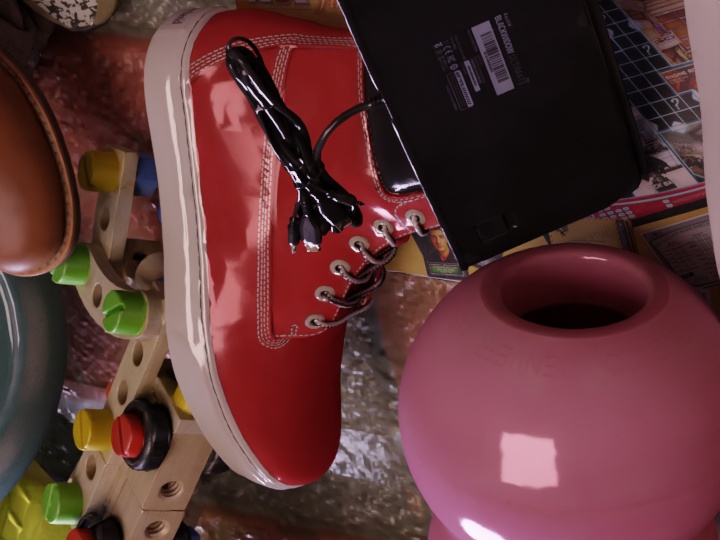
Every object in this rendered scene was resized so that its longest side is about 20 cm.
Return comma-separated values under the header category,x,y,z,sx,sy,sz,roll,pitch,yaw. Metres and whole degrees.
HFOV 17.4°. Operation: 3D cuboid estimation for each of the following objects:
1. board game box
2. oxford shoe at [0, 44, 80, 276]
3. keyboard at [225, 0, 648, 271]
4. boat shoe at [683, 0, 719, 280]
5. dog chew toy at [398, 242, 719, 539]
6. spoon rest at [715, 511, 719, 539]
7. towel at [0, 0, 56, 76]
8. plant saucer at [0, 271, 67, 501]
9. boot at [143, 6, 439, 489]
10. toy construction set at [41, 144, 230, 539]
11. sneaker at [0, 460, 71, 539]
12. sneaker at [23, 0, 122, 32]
category,x,y,z,sx,sy,sz,roll,pitch,yaw
board game box,0.049,-0.059,0.894,0.200,0.035,0.136,10,122,30
oxford shoe,-0.182,-0.077,0.942,0.071,0.071,0.200,-26,106,18
keyboard,0.018,-0.065,0.771,0.127,0.021,0.200,-23,140,3
boat shoe,0.163,-0.040,0.807,0.070,0.071,0.200,2,112,36
dog chew toy,0.077,0.092,0.857,0.125,0.125,0.200,15,124,27
spoon rest,0.112,0.122,0.956,0.200,0.061,0.099,12,123,45
towel,-0.218,-0.085,1.065,0.133,0.034,0.200,40,132,10
plant saucer,-0.226,0.033,1.019,0.200,0.200,0.027,59,171,-9
boot,0.000,0.000,0.895,0.144,0.072,0.200,7,117,30
toy construction set,-0.096,0.058,1.013,0.131,0.092,0.200,-123,33,-45
sneaker,-0.193,0.091,1.101,0.200,0.076,0.105,56,168,-13
sneaker,-0.161,-0.161,0.918,0.077,0.089,0.200,-9,131,29
